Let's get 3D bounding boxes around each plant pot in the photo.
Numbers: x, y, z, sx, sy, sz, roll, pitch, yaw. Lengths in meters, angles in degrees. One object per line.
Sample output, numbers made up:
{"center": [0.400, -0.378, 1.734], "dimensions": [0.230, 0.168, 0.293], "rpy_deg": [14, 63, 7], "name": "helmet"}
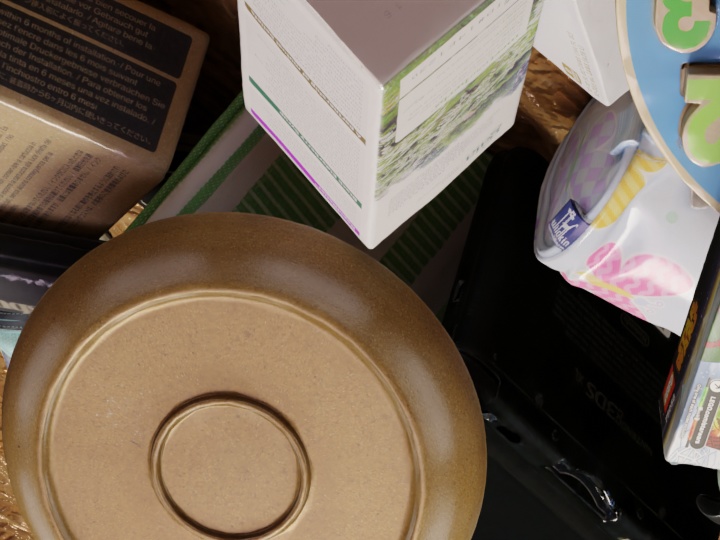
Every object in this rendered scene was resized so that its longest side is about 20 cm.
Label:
{"center": [-0.050, 0.075, 1.048], "dimensions": [0.199, 0.028, 0.201], "rpy_deg": [4, 112, 9], "name": "plant pot"}

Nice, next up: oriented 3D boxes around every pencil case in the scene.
{"center": [0.168, -0.004, 1.069], "dimensions": [0.199, 0.083, 0.091], "rpy_deg": [28, 132, -17], "name": "pencil case"}

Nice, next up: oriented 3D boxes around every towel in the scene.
{"center": [0.000, 0.000, 1.111], "dimensions": [0.200, 0.153, 0.023], "rpy_deg": [43, 173, -36], "name": "towel"}

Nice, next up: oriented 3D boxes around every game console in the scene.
{"center": [0.061, 0.075, 1.149], "dimensions": [0.116, 0.177, 0.200], "rpy_deg": [-9, 142, 39], "name": "game console"}

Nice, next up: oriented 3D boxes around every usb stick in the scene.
{"center": [-0.148, 0.000, 1.135], "dimensions": [0.199, 0.033, 0.056], "rpy_deg": [10, 152, 11], "name": "usb stick"}

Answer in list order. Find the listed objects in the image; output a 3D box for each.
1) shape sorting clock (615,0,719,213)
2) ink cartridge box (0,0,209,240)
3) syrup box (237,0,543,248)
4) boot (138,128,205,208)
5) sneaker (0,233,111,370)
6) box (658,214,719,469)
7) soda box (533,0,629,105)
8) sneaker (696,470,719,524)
{"center": [0.184, -0.090, 0.868], "dimensions": [0.199, 0.039, 0.201], "rpy_deg": [1, 119, 2], "name": "shape sorting clock"}
{"center": [-0.178, -0.070, 1.132], "dimensions": [0.164, 0.075, 0.200], "rpy_deg": [25, 155, -16], "name": "ink cartridge box"}
{"center": [0.009, -0.084, 0.931], "dimensions": [0.081, 0.079, 0.200], "rpy_deg": [48, 170, 9], "name": "syrup box"}
{"center": [-0.042, 0.041, 1.182], "dimensions": [0.200, 0.151, 0.073], "rpy_deg": [35, 154, -26], "name": "boot"}
{"center": [-0.140, 0.056, 1.332], "dimensions": [0.077, 0.087, 0.200], "rpy_deg": [0, 146, 29], "name": "sneaker"}
{"center": [0.190, -0.013, 0.869], "dimensions": [0.136, 0.040, 0.201], "rpy_deg": [11, 123, -5], "name": "box"}
{"center": [0.067, -0.148, 0.871], "dimensions": [0.064, 0.068, 0.200], "rpy_deg": [43, 167, 37], "name": "soda box"}
{"center": [0.220, 0.100, 1.177], "dimensions": [0.074, 0.119, 0.200], "rpy_deg": [-21, 134, 39], "name": "sneaker"}
